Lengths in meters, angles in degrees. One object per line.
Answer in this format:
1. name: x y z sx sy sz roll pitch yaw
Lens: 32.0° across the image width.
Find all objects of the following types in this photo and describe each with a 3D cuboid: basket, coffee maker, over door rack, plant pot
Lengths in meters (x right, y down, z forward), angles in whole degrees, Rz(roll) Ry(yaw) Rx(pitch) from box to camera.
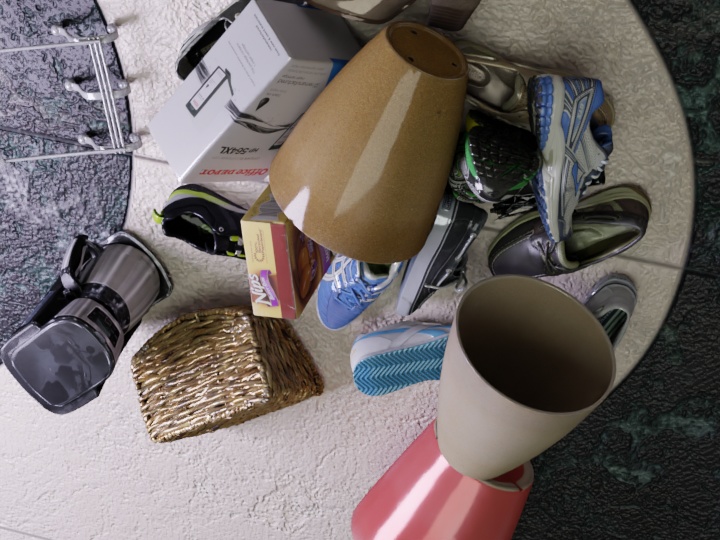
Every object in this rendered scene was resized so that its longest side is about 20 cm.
1. basket: -0.172 0.121 1.593 0.198 0.148 0.145 -22 80 26
2. coffee maker: -0.339 0.077 1.528 0.134 0.201 0.193 31 123 -4
3. over door rack: -0.361 -0.198 1.438 0.197 0.067 0.150 -10 119 -4
4. plant pot: 0.027 -0.144 1.276 0.184 0.187 0.201 28 126 -3
5. plant pot: 0.160 0.141 1.410 0.185 0.188 0.201 24 135 0
6. plant pot: 0.113 0.286 1.552 0.198 0.201 0.179 28 113 -3

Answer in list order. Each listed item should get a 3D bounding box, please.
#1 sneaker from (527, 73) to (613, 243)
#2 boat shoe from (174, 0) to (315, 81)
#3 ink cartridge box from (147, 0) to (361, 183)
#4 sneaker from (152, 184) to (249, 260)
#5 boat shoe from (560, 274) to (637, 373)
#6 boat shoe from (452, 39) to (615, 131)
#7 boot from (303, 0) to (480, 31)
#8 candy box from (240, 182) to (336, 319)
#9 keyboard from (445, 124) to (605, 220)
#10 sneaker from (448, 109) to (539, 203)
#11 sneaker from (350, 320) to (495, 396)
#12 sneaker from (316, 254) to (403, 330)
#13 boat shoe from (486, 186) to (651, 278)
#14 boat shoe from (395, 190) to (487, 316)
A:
1. sneaker: 0.220 -0.111 1.286 0.084 0.078 0.202 -8 132 0
2. boat shoe: -0.117 -0.260 1.347 0.199 0.064 0.071 -30 109 27
3. ink cartridge box: -0.108 -0.185 1.331 0.200 0.145 0.085 -43 70 31
4. sneaker: -0.150 -0.033 1.481 0.197 0.083 0.072 19 124 3
5. boat shoe: 0.253 0.093 1.458 0.073 0.067 0.202 23 123 0
6. boat shoe: 0.170 -0.181 1.311 0.198 0.065 0.073 23 113 3
7. boot: 0.045 -0.322 1.257 0.197 0.071 0.148 7 131 -5
8. candy box: -0.065 -0.051 1.377 0.056 0.201 0.118 4 123 16
9. keyboard: 0.171 -0.108 1.388 0.197 0.040 0.106 -6 96 19
10. sneaker: 0.131 -0.100 1.283 0.077 0.200 0.086 21 107 -3
11. sneaker: 0.085 0.091 1.501 0.196 0.081 0.078 -6 119 -4
12. sneaker: 0.000 0.000 1.464 0.075 0.077 0.201 29 125 -5
13. boat shoe: 0.226 -0.031 1.390 0.199 0.066 0.072 -22 114 25
14. boat shoe: 0.092 -0.010 1.424 0.067 0.074 0.201 19 135 -4
